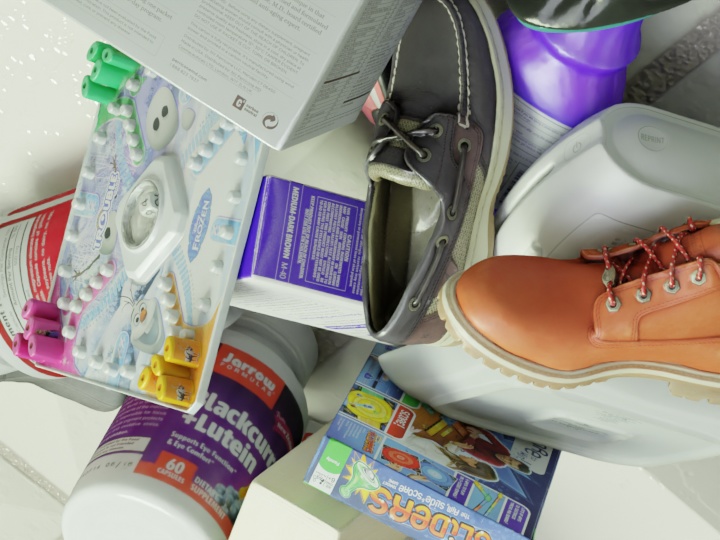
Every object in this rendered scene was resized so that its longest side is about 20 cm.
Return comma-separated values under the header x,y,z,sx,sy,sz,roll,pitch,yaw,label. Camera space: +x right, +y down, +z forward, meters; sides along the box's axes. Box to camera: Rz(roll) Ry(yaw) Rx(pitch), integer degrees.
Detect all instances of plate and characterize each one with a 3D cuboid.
x,y,z,sx,sy,sz,roll,pitch,yaw,label
0.129,0.078,1.625,0.198,0.033,0.200,18,166,-18,plate

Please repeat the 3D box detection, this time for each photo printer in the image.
x,y,z,sx,sy,sz,roll,pitch,yaw,label
0.171,-0.010,1.549,0.199,0.070,0.167,15,140,-19,photo printer

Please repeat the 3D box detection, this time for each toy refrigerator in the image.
x,y,z,sx,sy,sz,roll,pitch,yaw,label
-0.012,0.139,1.713,0.070,0.200,0.076,28,115,14,toy refrigerator

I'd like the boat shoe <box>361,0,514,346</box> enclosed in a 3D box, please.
x,y,z,sx,sy,sz,roll,pitch,yaw,label
0.035,-0.055,1.516,0.072,0.065,0.202,15,106,42,boat shoe

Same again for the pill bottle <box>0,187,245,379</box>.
x,y,z,sx,sy,sz,roll,pitch,yaw,label
-0.170,0.004,1.755,0.199,0.113,0.112,-17,121,38,pill bottle

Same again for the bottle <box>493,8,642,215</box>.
x,y,z,sx,sy,sz,roll,pitch,yaw,label
0.102,-0.106,1.543,0.083,0.065,0.200,35,137,2,bottle

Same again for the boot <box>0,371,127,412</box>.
x,y,z,sx,sy,sz,roll,pitch,yaw,label
-0.258,0.072,1.850,0.199,0.132,0.070,25,137,4,boot

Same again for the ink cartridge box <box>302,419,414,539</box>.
x,y,z,sx,sy,sz,roll,pitch,yaw,label
-0.020,0.205,1.805,0.144,0.200,0.084,22,134,7,ink cartridge box

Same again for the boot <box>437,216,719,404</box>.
x,y,z,sx,sy,sz,roll,pitch,yaw,label
0.142,0.007,1.463,0.199,0.075,0.107,5,140,-20,boot

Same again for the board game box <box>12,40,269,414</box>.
x,y,z,sx,sy,sz,roll,pitch,yaw,label
-0.125,-0.032,1.600,0.026,0.201,0.200,15,178,-34,board game box

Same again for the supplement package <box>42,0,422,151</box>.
x,y,z,sx,sy,sz,roll,pitch,yaw,label
-0.034,-0.190,1.401,0.151,0.151,0.201,32,106,8,supplement package

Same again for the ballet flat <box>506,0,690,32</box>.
x,y,z,sx,sy,sz,roll,pitch,yaw,label
0.169,-0.171,1.418,0.198,0.068,0.069,-9,143,3,ballet flat

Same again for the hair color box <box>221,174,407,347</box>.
x,y,z,sx,sy,sz,roll,pitch,yaw,label
0.000,0.000,1.613,0.199,0.065,0.109,16,168,-30,hair color box

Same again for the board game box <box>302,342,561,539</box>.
x,y,z,sx,sy,sz,roll,pitch,yaw,label
0.051,0.107,1.678,0.135,0.200,0.035,27,110,3,board game box

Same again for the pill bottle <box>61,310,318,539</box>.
x,y,z,sx,sy,sz,roll,pitch,yaw,label
-0.098,0.107,1.750,0.111,0.201,0.112,14,135,14,pill bottle

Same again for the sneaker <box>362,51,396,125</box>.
x,y,z,sx,sy,sz,roll,pitch,yaw,label
-0.017,-0.168,1.558,0.086,0.074,0.201,2,125,40,sneaker
